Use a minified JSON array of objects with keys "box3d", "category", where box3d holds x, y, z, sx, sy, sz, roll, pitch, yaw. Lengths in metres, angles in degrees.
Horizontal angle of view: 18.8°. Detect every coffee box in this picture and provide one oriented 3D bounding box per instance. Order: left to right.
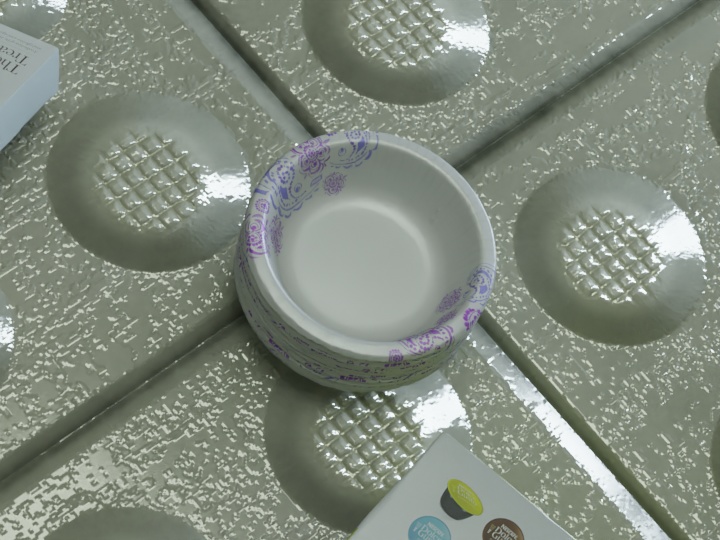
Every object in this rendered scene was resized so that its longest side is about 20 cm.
[{"box3d":[0.054,0.275,1.514,0.199,0.200,0.198,40,60,9],"category":"coffee box"}]

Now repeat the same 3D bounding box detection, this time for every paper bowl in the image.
[{"box3d":[0.000,0.000,1.704,0.199,0.104,0.202,6,61,-10],"category":"paper bowl"}]

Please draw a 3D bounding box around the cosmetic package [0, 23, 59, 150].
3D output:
[{"box3d":[-0.358,-0.152,1.694,0.199,0.052,0.151,23,48,13],"category":"cosmetic package"}]
